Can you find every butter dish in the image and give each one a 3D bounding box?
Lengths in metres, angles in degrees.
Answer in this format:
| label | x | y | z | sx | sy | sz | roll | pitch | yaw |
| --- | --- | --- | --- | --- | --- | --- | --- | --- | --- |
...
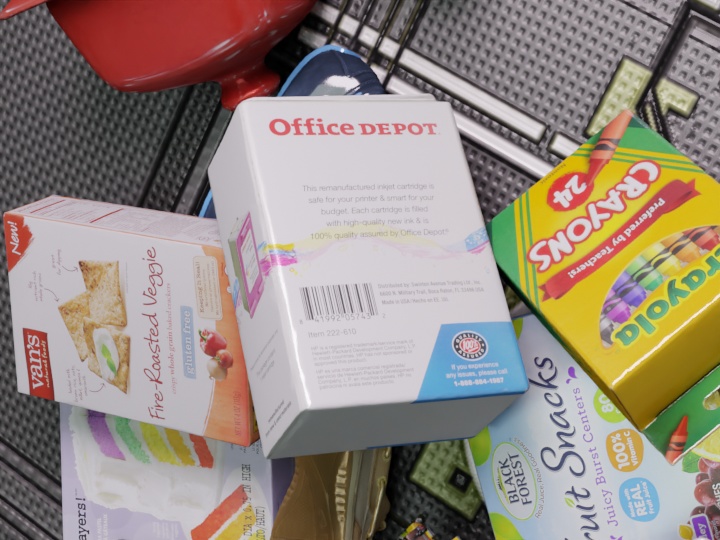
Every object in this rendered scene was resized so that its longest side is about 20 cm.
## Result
| label | x | y | z | sx | sy | sz | roll | pitch | yaw |
| --- | --- | --- | --- | --- | --- | --- | --- | --- | --- |
| butter dish | -0.101 | -0.177 | 0.972 | 0.198 | 0.200 | 0.149 | -18 | 109 | 25 |

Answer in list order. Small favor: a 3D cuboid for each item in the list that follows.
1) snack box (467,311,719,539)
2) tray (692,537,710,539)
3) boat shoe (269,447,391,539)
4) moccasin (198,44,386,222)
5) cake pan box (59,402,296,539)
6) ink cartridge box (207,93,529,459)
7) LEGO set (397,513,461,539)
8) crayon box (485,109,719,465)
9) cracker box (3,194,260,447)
| label | x | y | z | sx | sy | sz | roll | pitch | yaw |
| --- | --- | --- | --- | --- | --- | --- | --- | --- | --- |
| snack box | 0.159 | 0.116 | 0.917 | 0.167 | 0.068 | 0.202 | -16 | 86 | 24 |
| tray | 0.222 | 0.236 | 0.875 | 0.107 | 0.022 | 0.200 | -33 | 110 | 30 |
| boat shoe | -0.010 | 0.158 | 0.997 | 0.073 | 0.069 | 0.202 | 17 | 98 | 44 |
| moccasin | -0.052 | -0.056 | 0.988 | 0.068 | 0.080 | 0.201 | 42 | 112 | 40 |
| cake pan box | -0.132 | 0.178 | 1.065 | 0.183 | 0.052 | 0.202 | 2 | 94 | 27 |
| ink cartridge box | 0.000 | 0.000 | 0.879 | 0.085 | 0.143 | 0.202 | 128 | 135 | -57 |
| LEGO set | 0.048 | 0.271 | 0.924 | 0.201 | 0.115 | 0.154 | 56 | 157 | 5 |
| crayon box | 0.166 | 0.003 | 0.839 | 0.127 | 0.051 | 0.200 | -39 | 41 | 1 |
| cracker box | -0.147 | 0.031 | 0.991 | 0.198 | 0.058 | 0.135 | 9 | 111 | 28 |
